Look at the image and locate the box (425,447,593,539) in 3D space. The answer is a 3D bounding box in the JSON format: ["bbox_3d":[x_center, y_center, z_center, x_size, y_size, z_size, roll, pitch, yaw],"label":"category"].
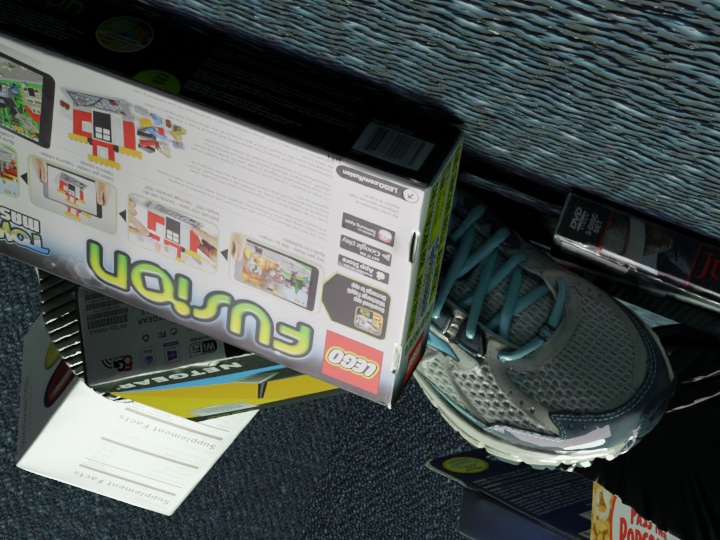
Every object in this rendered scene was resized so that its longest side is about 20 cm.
[{"bbox_3d":[0.139,0.134,0.881,0.121,0.033,0.199,-7,-160,-41],"label":"box"}]

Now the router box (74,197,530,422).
[{"bbox_3d":[-0.013,0.024,0.808,0.199,0.051,0.149,-12,166,13],"label":"router box"}]

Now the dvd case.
[{"bbox_3d":[0.170,0.021,0.672,0.199,0.022,0.146,20,177,7],"label":"dvd case"}]

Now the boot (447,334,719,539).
[{"bbox_3d":[0.148,0.066,0.726,0.198,0.074,0.162,13,-176,40],"label":"boot"}]

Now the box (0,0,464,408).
[{"bbox_3d":[-0.067,-0.032,0.615,0.199,0.035,0.110,21,135,13],"label":"box"}]

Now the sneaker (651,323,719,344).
[{"bbox_3d":[0.238,0.083,0.919,0.198,0.081,0.115,15,177,-30],"label":"sneaker"}]

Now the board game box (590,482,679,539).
[{"bbox_3d":[0.214,0.122,0.744,0.151,0.047,0.200,0,-174,-22],"label":"board game box"}]

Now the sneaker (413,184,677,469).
[{"bbox_3d":[0.029,0.005,0.658,0.200,0.078,0.086,31,167,32],"label":"sneaker"}]

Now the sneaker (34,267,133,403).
[{"bbox_3d":[-0.147,-0.029,0.913,0.074,0.201,0.089,-21,-169,4],"label":"sneaker"}]

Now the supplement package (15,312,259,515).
[{"bbox_3d":[-0.115,0.036,1.030,0.109,0.200,0.114,22,-145,-26],"label":"supplement package"}]
